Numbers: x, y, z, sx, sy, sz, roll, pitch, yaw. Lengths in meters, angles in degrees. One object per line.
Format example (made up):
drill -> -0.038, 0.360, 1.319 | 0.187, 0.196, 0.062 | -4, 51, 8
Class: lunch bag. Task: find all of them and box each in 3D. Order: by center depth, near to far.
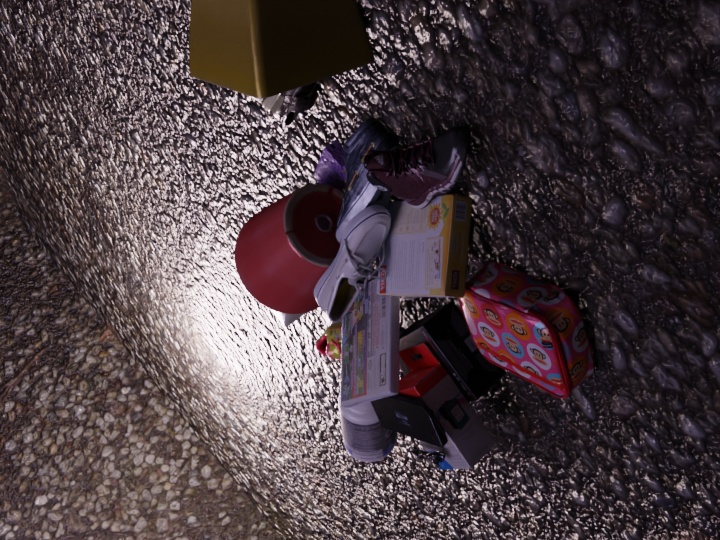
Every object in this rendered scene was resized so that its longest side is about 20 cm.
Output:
lunch bag -> 0.237, 0.091, 1.411 | 0.199, 0.082, 0.177 | 26, 146, 50

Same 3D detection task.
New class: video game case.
video game case -> 0.015, 0.119, 1.673 | 0.182, 0.023, 0.202 | -27, 58, 59

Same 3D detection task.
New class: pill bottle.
pill bottle -> 0.013, 0.287, 2.006 | 0.114, 0.113, 0.201 | 38, 150, 33

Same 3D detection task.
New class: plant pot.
plant pot -> -0.122, -0.366, 1.375 | 0.199, 0.199, 0.178 | 25, 131, 47
plant pot -> -0.090, -0.046, 1.647 | 0.201, 0.200, 0.177 | 54, 150, 2

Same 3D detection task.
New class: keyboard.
keyboard -> 0.082, 0.255, 1.614 | 0.199, 0.020, 0.128 | 5, 121, 63

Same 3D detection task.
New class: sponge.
sponge -> 0.001, -0.111, 1.638 | 0.200, 0.030, 0.112 | 50, 156, 9

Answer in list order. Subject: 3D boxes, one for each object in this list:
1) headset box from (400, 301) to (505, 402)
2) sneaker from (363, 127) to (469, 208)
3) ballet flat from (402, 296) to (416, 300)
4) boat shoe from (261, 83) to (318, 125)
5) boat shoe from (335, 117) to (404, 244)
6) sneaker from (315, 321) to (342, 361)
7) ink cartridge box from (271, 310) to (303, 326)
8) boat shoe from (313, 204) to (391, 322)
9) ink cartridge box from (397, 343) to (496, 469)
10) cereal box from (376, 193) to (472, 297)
headset box -> 0.134, 0.152, 1.667 | 0.149, 0.075, 0.200 | 54, 155, 1
sneaker -> 0.066, -0.145, 1.360 | 0.114, 0.077, 0.200 | 14, 157, -14
ballet flat -> 0.099, 0.013, 1.561 | 0.068, 0.072, 0.200 | 53, 156, -6
boat shoe -> -0.095, -0.284, 1.564 | 0.065, 0.073, 0.200 | 47, 160, -9
boat shoe -> 0.002, -0.136, 1.523 | 0.091, 0.070, 0.201 | 52, 131, 22
sneaker -> -0.016, 0.134, 1.807 | 0.079, 0.090, 0.199 | 60, 154, -11
ink cartridge box -> -0.157, -0.001, 1.992 | 0.145, 0.087, 0.201 | 48, 153, 18
boat shoe -> -0.004, 0.000, 1.516 | 0.203, 0.074, 0.086 | -56, 42, 27
ink cartridge box -> 0.118, 0.223, 1.615 | 0.201, 0.067, 0.116 | 55, 155, -3
cereal box -> 0.091, -0.033, 1.474 | 0.199, 0.039, 0.146 | 0, 85, 62
